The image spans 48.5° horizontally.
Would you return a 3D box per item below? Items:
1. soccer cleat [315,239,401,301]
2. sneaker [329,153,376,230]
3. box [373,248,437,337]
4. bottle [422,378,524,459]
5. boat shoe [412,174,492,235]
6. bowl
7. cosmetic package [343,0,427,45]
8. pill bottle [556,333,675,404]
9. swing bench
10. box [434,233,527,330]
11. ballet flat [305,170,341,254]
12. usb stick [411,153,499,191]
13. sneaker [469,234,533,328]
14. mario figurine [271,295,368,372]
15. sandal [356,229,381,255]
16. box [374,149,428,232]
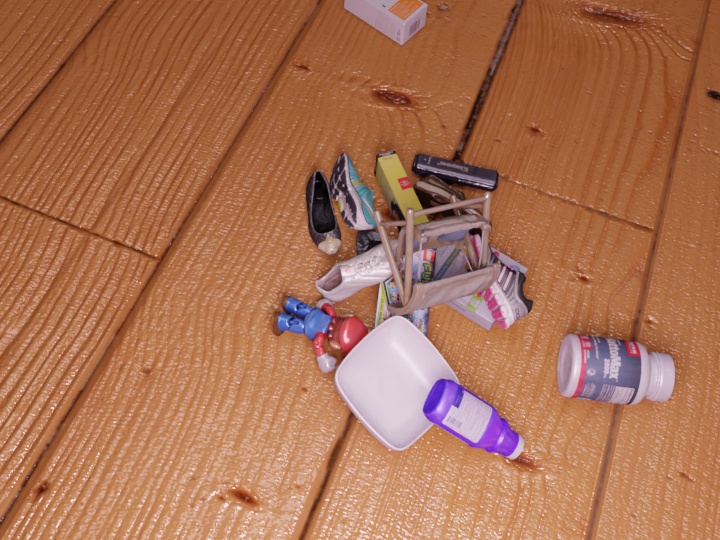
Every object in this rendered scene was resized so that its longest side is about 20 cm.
[{"bbox_3d":[0.000,0.000,1.574,0.198,0.077,0.070,-33,56,22],"label":"soccer cleat"},{"bbox_3d":[-0.013,-0.167,1.741,0.078,0.078,0.203,4,53,-33],"label":"sneaker"},{"bbox_3d":[0.089,0.048,1.597,0.108,0.035,0.204,7,74,2],"label":"box"},{"bbox_3d":[0.208,0.274,1.444,0.198,0.065,0.085,33,78,-17],"label":"bottle"},{"bbox_3d":[0.208,-0.147,1.734,0.201,0.075,0.075,35,57,16],"label":"boat shoe"},{"bbox_3d":[0.060,0.212,1.486,0.199,0.075,0.201,-40,87,-24],"label":"bowl"},{"bbox_3d":[0.063,-0.674,2.038,0.199,0.072,0.101,37,63,17],"label":"cosmetic package"},{"bbox_3d":[0.485,0.191,1.524,0.196,0.120,0.122,7,58,-1],"label":"pill bottle"},{"bbox_3d":[0.149,-0.031,1.508,0.196,0.129,0.204,-14,98,-29],"label":"swing bench"},{"bbox_3d":[0.223,0.009,1.659,0.198,0.041,0.156,33,63,14],"label":"box"},{"bbox_3d":[-0.084,-0.122,1.704,0.065,0.057,0.203,-10,60,-9],"label":"ballet flat"},{"bbox_3d":[0.214,-0.221,1.800,0.196,0.033,0.056,14,60,4],"label":"usb stick"},{"bbox_3d":[0.282,0.014,1.597,0.086,0.074,0.203,-15,66,-14],"label":"sneaker"},{"bbox_3d":[-0.072,0.125,1.563,0.197,0.106,0.126,19,95,19],"label":"mario figurine"},{"bbox_3d":[0.054,-0.012,1.653,0.074,0.048,0.202,-21,63,-15],"label":"sandal"},{"bbox_3d":[0.086,-0.159,1.730,0.049,0.076,0.202,-15,60,-13],"label":"box"}]
